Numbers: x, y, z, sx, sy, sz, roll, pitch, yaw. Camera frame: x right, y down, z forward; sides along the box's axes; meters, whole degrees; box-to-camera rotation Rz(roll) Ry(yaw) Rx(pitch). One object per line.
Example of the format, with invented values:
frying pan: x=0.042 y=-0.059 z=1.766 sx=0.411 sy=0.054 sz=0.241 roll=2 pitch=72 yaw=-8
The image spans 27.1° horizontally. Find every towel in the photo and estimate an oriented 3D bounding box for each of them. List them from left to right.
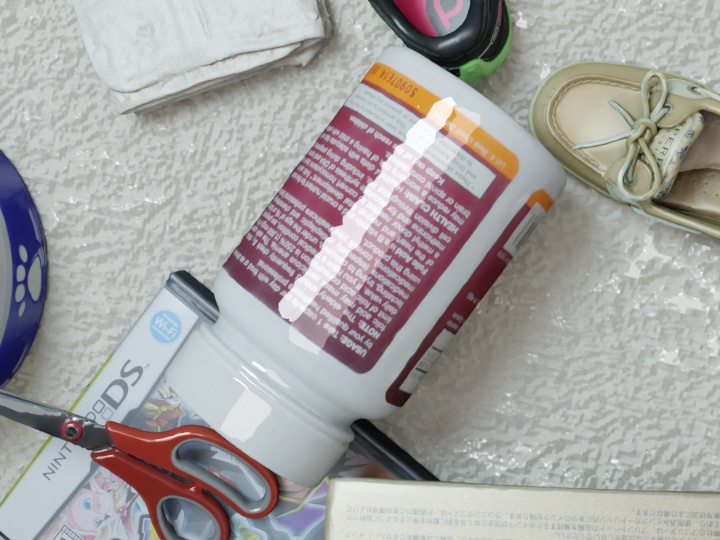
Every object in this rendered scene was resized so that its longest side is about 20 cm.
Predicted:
towel: x=-0.101 y=-0.193 z=0.802 sx=0.132 sy=0.034 sz=0.201 roll=-16 pitch=89 yaw=10

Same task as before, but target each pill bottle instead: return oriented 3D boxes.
pill bottle: x=0.000 y=0.000 z=0.741 sx=0.114 sy=0.114 sz=0.200 roll=37 pitch=91 yaw=7

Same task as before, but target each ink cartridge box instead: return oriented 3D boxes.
ink cartridge box: x=0.082 y=0.187 z=0.728 sx=0.199 sy=0.075 sz=0.165 roll=2 pitch=80 yaw=9

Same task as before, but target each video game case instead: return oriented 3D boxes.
video game case: x=-0.078 y=0.131 z=0.818 sx=0.200 sy=0.025 sz=0.181 roll=39 pitch=99 yaw=6

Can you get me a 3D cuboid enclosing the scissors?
scissors: x=-0.135 y=0.082 z=0.779 sx=0.200 sy=0.014 sz=0.073 roll=36 pitch=106 yaw=-11

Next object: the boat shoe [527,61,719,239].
boat shoe: x=0.177 y=-0.052 z=0.741 sx=0.200 sy=0.063 sz=0.073 roll=22 pitch=97 yaw=9

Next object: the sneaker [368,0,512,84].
sneaker: x=0.016 y=-0.188 z=0.753 sx=0.077 sy=0.084 sz=0.200 roll=-33 pitch=87 yaw=8

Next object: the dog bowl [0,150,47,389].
dog bowl: x=-0.278 y=0.001 z=0.822 sx=0.199 sy=0.079 sz=0.201 roll=0 pitch=93 yaw=11
